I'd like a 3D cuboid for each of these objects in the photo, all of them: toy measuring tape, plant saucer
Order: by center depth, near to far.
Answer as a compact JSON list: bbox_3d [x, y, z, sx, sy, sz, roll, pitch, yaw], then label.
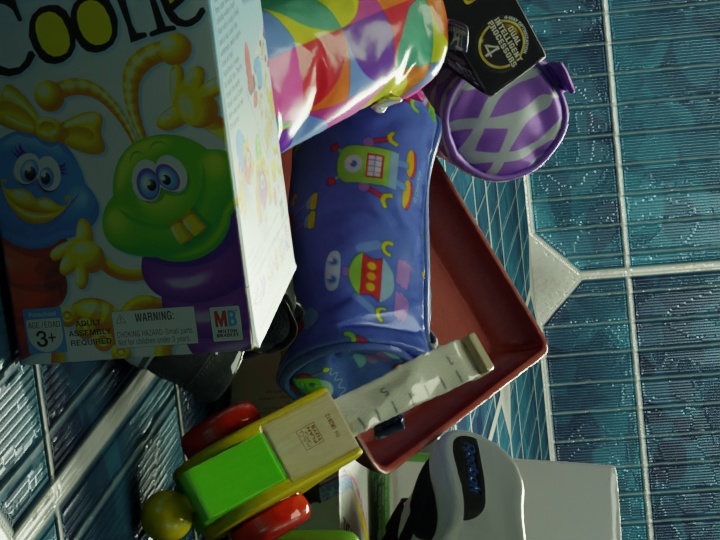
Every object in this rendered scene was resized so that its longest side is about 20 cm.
[{"bbox_3d":[-0.026,0.086,1.272,0.074,0.199,0.074,39,-37,38],"label":"toy measuring tape"},{"bbox_3d":[0.000,0.000,1.451,0.199,0.037,0.201,-32,91,-53],"label":"plant saucer"}]

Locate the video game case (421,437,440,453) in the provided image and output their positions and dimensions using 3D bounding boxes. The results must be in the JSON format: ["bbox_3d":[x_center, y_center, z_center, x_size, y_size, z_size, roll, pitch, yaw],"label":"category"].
[{"bbox_3d":[0.001,0.039,1.625,0.181,0.025,0.200,61,-1,23],"label":"video game case"}]

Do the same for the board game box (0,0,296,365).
[{"bbox_3d":[-0.095,-0.076,1.051,0.105,0.102,0.201,-68,152,-70],"label":"board game box"}]

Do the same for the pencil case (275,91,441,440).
[{"bbox_3d":[0.002,-0.015,1.363,0.078,0.086,0.201,87,4,-56],"label":"pencil case"}]

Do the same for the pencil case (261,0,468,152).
[{"bbox_3d":[-0.036,-0.099,1.260,0.200,0.088,0.089,-26,115,-46],"label":"pencil case"}]

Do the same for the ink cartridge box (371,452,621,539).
[{"bbox_3d":[0.061,0.181,1.590,0.200,0.144,0.085,126,-34,-65],"label":"ink cartridge box"}]

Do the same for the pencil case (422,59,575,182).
[{"bbox_3d":[0.061,-0.111,1.574,0.084,0.085,0.200,65,-7,-22],"label":"pencil case"}]

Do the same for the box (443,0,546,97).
[{"bbox_3d":[0.020,-0.198,1.481,0.162,0.049,0.200,57,-5,-25],"label":"box"}]

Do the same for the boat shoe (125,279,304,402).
[{"bbox_3d":[-0.061,0.016,1.265,0.070,0.066,0.200,-51,180,15],"label":"boat shoe"}]

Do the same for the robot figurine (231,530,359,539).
[{"bbox_3d":[-0.030,0.233,1.284,0.175,0.115,0.202,-48,133,-71],"label":"robot figurine"}]

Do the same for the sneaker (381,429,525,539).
[{"bbox_3d":[0.042,0.184,1.365,0.112,0.073,0.200,-60,-170,29],"label":"sneaker"}]

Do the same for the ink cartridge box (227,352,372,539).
[{"bbox_3d":[-0.033,0.146,1.460,0.116,0.067,0.201,66,21,-64],"label":"ink cartridge box"}]
